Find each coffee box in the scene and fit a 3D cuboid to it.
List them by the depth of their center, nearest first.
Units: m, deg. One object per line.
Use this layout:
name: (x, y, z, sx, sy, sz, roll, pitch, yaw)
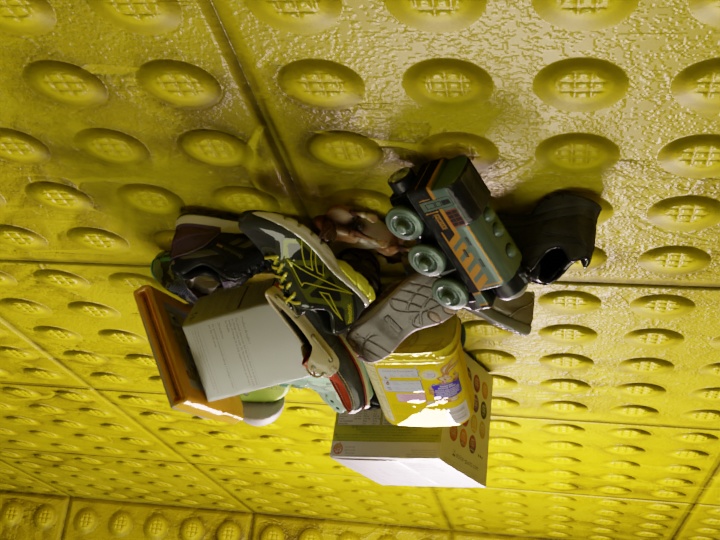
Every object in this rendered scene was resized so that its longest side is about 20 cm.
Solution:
coffee box: (0.092, 0.243, 1.715, 0.198, 0.200, 0.200, -5, 154, 28)

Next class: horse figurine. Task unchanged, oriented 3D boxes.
horse figurine: (0.013, -0.043, 1.250, 0.199, 0.051, 0.132, 16, 179, -40)

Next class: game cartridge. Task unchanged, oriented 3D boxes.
game cartridge: (-0.235, 0.122, 1.437, 0.032, 0.178, 0.200, -27, 159, 11)

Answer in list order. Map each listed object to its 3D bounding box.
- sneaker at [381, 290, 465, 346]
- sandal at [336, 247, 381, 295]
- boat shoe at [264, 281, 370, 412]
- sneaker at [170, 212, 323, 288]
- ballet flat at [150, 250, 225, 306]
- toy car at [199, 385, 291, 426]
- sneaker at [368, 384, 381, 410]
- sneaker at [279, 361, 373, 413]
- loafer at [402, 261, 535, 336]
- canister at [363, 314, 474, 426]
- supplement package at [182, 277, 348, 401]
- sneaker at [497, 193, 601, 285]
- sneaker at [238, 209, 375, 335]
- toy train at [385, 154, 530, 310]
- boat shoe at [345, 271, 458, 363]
sneaker: (0.061, 0.073, 1.516, 0.198, 0.078, 0.085, 20, 165, -11)
sandal: (0.000, 0.000, 1.365, 0.081, 0.055, 0.200, 18, 176, 10)
boat shoe: (-0.052, 0.097, 1.295, 0.062, 0.202, 0.071, -31, -169, -26)
sneaker: (-0.145, -0.013, 1.315, 0.197, 0.089, 0.076, 4, 155, 4)
ballet flat: (-0.215, 0.028, 1.482, 0.074, 0.075, 0.200, -9, 154, 33)
toy car: (-0.198, 0.142, 1.640, 0.198, 0.151, 0.176, 6, 129, 12)
sneaker: (-0.035, 0.145, 1.608, 0.199, 0.088, 0.076, 28, 148, 8)
sneaker: (-0.079, 0.167, 1.496, 0.198, 0.074, 0.119, -10, 116, 22)
loafer: (0.149, 0.019, 1.370, 0.198, 0.070, 0.075, 26, 178, -13)
canister: (0.079, 0.136, 1.440, 0.147, 0.087, 0.201, -2, 141, 15)
supplement package: (-0.124, 0.083, 1.398, 0.198, 0.118, 0.117, -14, -165, 6)
sneaker: (0.197, -0.023, 1.211, 0.075, 0.092, 0.199, 19, 156, -30)
sneaker: (-0.070, 0.004, 1.220, 0.199, 0.085, 0.074, 37, 164, -19)
toy train: (0.111, -0.038, 1.152, 0.113, 0.085, 0.201, -14, 121, 40)
boat shoe: (0.062, 0.038, 1.299, 0.199, 0.072, 0.076, -33, 110, 20)
